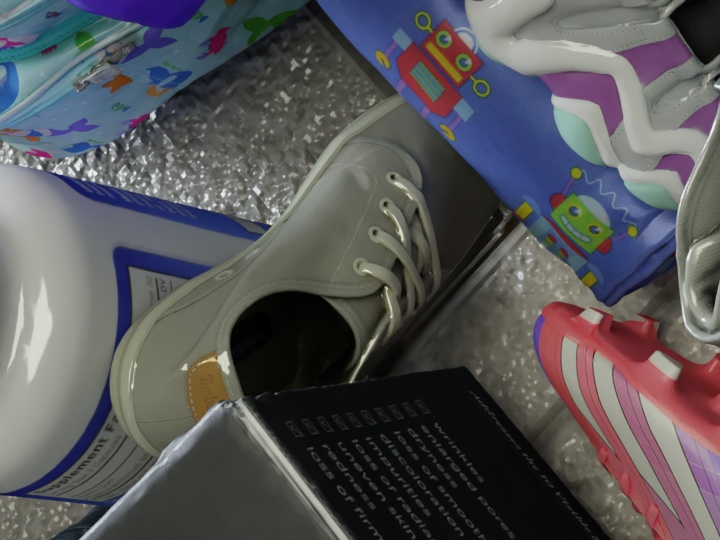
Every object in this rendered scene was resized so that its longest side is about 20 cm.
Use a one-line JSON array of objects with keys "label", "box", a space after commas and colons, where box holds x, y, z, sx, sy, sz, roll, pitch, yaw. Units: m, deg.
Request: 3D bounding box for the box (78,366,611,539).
[{"label": "box", "box": [0.022, 0.143, 0.734, 0.124, 0.196, 0.200, -44, 75, 17]}]

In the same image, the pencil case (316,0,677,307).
[{"label": "pencil case", "box": [0.048, -0.083, 0.814, 0.200, 0.087, 0.078, 48, 137, 3]}]

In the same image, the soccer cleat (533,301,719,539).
[{"label": "soccer cleat", "box": [0.122, 0.084, 0.787, 0.200, 0.067, 0.077, 39, 107, 27]}]

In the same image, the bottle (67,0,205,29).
[{"label": "bottle", "box": [-0.052, -0.181, 0.768, 0.083, 0.065, 0.201, 40, 113, 39]}]

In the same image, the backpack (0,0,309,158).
[{"label": "backpack", "box": [-0.120, -0.143, 0.923, 0.200, 0.150, 0.178, -36, 71, 27]}]

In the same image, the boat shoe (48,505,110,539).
[{"label": "boat shoe", "box": [-0.049, 0.172, 0.871, 0.071, 0.091, 0.201, -32, 94, 22]}]

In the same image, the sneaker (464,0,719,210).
[{"label": "sneaker", "box": [0.087, -0.098, 0.709, 0.200, 0.140, 0.078, 35, 64, -3]}]

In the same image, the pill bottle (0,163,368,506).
[{"label": "pill bottle", "box": [-0.100, 0.025, 0.836, 0.112, 0.200, 0.113, -11, 74, 41]}]

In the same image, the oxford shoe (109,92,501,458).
[{"label": "oxford shoe", "box": [0.000, 0.000, 0.815, 0.058, 0.200, 0.075, 3, 124, 44]}]

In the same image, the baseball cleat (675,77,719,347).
[{"label": "baseball cleat", "box": [0.150, 0.020, 0.719, 0.106, 0.201, 0.070, -27, 19, -14]}]
